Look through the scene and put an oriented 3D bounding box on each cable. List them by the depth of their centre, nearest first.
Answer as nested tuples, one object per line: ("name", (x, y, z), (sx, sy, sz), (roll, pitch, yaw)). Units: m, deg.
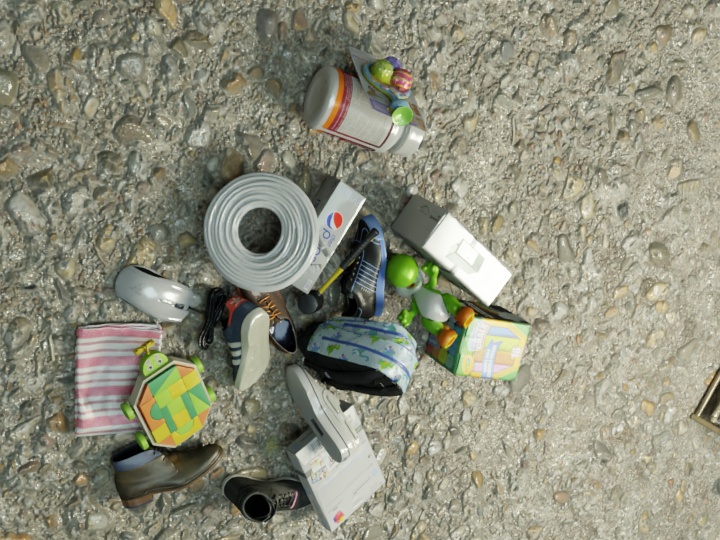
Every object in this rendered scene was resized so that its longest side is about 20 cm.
("cable", (-0.168, -0.064, 1.417), (0.197, 0.069, 0.203), (-24, 93, -1))

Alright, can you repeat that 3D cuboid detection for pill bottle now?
("pill bottle", (0.009, -0.269, 1.452), (0.197, 0.109, 0.112), (15, 99, -28))

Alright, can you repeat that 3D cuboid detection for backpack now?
("backpack", (0.009, 0.159, 1.528), (0.154, 0.199, 0.164), (-50, 125, -15))

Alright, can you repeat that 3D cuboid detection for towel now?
("towel", (-0.414, 0.189, 1.439), (0.144, 0.030, 0.204), (-1, 106, -24))

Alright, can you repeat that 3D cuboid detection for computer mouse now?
("computer mouse", (-0.323, 0.056, 1.433), (0.198, 0.044, 0.111), (24, 96, -29))

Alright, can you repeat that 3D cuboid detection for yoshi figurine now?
("yoshi figurine", (0.112, 0.042, 1.547), (0.112, 0.200, 0.113), (-32, 158, -37))

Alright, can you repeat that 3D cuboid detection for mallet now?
("mallet", (-0.041, 0.002, 1.504), (0.041, 0.066, 0.200), (43, 108, 4))

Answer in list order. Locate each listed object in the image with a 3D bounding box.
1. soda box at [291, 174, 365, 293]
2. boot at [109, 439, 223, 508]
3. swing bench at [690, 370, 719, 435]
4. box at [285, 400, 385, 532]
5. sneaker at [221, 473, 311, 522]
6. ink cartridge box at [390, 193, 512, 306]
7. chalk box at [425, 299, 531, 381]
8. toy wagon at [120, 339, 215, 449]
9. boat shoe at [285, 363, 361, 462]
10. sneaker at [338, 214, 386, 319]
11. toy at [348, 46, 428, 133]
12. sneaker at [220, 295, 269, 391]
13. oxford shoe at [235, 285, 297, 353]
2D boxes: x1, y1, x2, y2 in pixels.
("soda box", (-0.075, -0.065, 1.498), (0.063, 0.068, 0.202), (31, 90, -27))
("boot", (-0.345, 0.338, 1.492), (0.197, 0.075, 0.098), (-25, 118, -14))
("swing bench", (0.949, 0.331, 2.026), (0.128, 0.200, 0.202), (26, 94, -29))
("box", (-0.045, 0.382, 1.645), (0.155, 0.041, 0.203), (-37, 118, -28))
("sneaker", (-0.161, 0.441, 1.596), (0.197, 0.099, 0.072), (15, 97, -29))
("ink cartridge box", (0.168, -0.040, 1.578), (0.199, 0.146, 0.085), (39, 89, -28))
("chalk box", (0.214, 0.134, 1.665), (0.196, 0.125, 0.126), (9, 102, -26))
("toy wagon", (-0.336, 0.211, 1.449), (0.154, 0.039, 0.203), (-34, 127, -26))
("boat shoe", (-0.067, 0.256, 1.570), (0.065, 0.072, 0.202), (-28, 78, -32))
("sneaker", (0.000, 0.000, 1.553), (0.077, 0.070, 0.204), (-11, 110, -27))
("toy", (0.054, -0.319, 1.409), (0.113, 0.202, 0.047), (17, 130, -29))
("sneaker", (-0.211, 0.125, 1.492), (0.075, 0.084, 0.202), (-33, 148, -41))
("oxford shoe", (-0.161, 0.060, 1.493), (0.071, 0.073, 0.202), (-34, 116, -11))
